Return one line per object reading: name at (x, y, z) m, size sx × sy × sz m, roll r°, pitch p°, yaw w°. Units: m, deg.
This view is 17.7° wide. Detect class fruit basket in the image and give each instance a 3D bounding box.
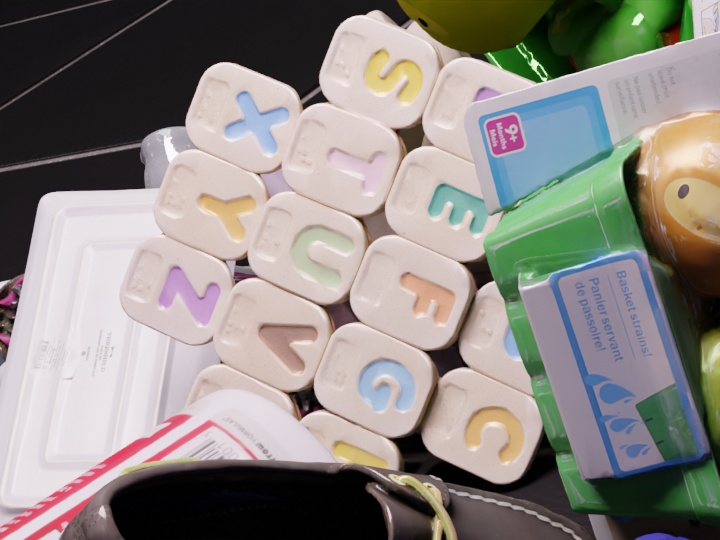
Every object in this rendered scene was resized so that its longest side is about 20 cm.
fruit basket at (0.075, -0.135, 1.039) m, size 0.215 × 0.156 × 0.216 m, roll 7°, pitch 49°, yaw -8°
fruit basket at (0.148, 0.007, 0.781) m, size 0.200 × 0.186 × 0.094 m, roll -13°, pitch 12°, yaw 29°

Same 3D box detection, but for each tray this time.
tray at (-0.118, 0.041, 1.067) m, size 0.107 × 0.022 × 0.200 m, roll -3°, pitch 58°, yaw 15°

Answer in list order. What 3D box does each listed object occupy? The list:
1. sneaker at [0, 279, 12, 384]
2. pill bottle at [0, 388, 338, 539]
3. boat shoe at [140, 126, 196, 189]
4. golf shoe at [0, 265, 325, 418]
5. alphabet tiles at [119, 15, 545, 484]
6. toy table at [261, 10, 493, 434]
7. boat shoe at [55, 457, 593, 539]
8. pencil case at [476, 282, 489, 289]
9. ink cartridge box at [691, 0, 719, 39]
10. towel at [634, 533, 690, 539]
sneaker at (-0.161, 0.019, 1.298) m, size 0.129 × 0.080 × 0.199 m, roll -6°, pitch 33°, yaw 22°
pill bottle at (-0.096, 0.136, 0.826) m, size 0.200 × 0.112 × 0.112 m, roll -32°, pitch 20°, yaw -27°
boat shoe at (-0.060, -0.054, 1.303) m, size 0.070 × 0.072 × 0.201 m, roll -21°, pitch -8°, yaw 23°
golf shoe at (-0.083, 0.033, 1.143) m, size 0.199 × 0.073 × 0.092 m, roll 6°, pitch 13°, yaw 13°
alphabet tiles at (0.000, 0.000, 0.966) m, size 0.195 × 0.200 × 0.015 m, roll 24°, pitch 7°, yaw 14°
toy table at (0.024, -0.030, 1.048) m, size 0.117 × 0.184 × 0.200 m, roll -43°, pitch 52°, yaw 13°
boat shoe at (-0.003, 0.099, 0.772) m, size 0.201 × 0.072 × 0.061 m, roll 2°, pitch -33°, yaw -23°
pencil case at (0.060, -0.051, 1.225) m, size 0.087 × 0.088 × 0.200 m, roll -20°, pitch 19°, yaw 9°
ink cartridge box at (0.214, -0.113, 0.902) m, size 0.084 × 0.175 × 0.200 m, roll -29°, pitch 49°, yaw 42°
towel at (0.102, 0.150, 0.661) m, size 0.148 × 0.050 × 0.200 m, roll -38°, pitch 22°, yaw -20°
